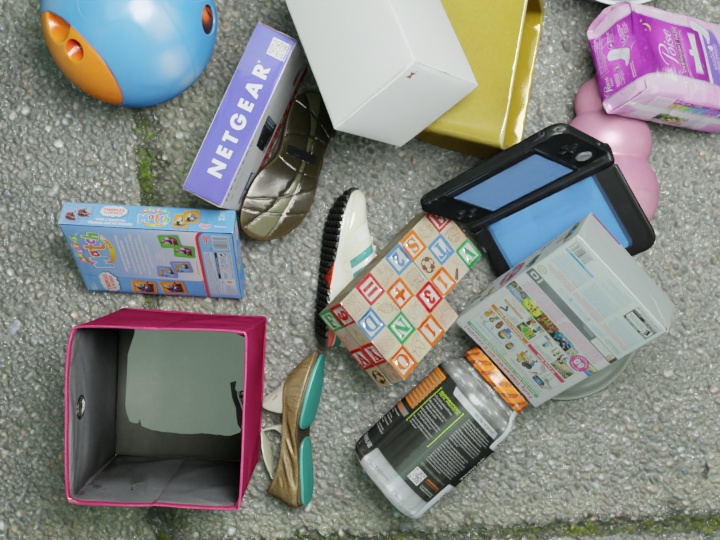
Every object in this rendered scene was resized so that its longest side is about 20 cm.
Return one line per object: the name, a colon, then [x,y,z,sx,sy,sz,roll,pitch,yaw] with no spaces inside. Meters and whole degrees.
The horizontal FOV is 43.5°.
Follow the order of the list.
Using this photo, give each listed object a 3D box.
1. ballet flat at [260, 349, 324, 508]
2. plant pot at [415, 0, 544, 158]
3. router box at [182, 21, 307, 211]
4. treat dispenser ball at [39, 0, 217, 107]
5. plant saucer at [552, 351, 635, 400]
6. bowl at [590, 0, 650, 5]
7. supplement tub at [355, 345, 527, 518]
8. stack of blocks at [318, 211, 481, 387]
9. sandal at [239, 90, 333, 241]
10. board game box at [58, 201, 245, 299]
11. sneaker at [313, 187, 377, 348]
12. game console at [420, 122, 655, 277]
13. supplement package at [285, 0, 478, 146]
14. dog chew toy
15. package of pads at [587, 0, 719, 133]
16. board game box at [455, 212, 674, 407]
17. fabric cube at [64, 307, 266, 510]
ballet flat: [-0.090,0.197,1.139,0.071,0.068,0.203,7,97,16]
plant pot: [0.097,-0.243,1.057,0.198,0.195,0.197,11,93,15]
router box: [-0.130,-0.170,1.057,0.048,0.180,0.202,25,93,-1]
treat dispenser ball: [-0.265,-0.290,1.039,0.198,0.201,0.204,0,93,0]
plant saucer: [0.260,0.066,1.135,0.197,0.050,0.203,0,92,0]
bowl: [0.294,-0.407,1.079,0.198,0.105,0.204,0,92,-6]
supplement tub: [0.101,0.194,1.104,0.200,0.123,0.123,-42,92,2]
stack of blocks: [0.059,0.027,1.077,0.115,0.058,0.200,49,58,-8]
sandal: [-0.092,-0.128,1.124,0.081,0.054,0.202,22,78,-18]
board game box: [-0.243,-0.021,1.083,0.197,0.152,0.037,2,58,-1]
sneaker: [0.000,0.001,1.130,0.092,0.070,0.202,7,90,-19]
game console: [0.199,-0.057,1.021,0.199,0.175,0.118,-27,66,35]
supplement package: [0.014,-0.250,0.930,0.117,0.116,0.202,-33,67,32]
dog chew toy: [0.298,-0.141,1.095,0.123,0.125,0.203,1,85,0]
package of pads: [0.367,-0.237,1.059,0.198,0.076,0.122,3,70,-31]
board game box: [0.230,0.050,1.034,0.148,0.064,0.200,47,129,-5]
fabric cube: [-0.220,0.153,1.063,0.197,0.199,0.199,2,94,-1]
